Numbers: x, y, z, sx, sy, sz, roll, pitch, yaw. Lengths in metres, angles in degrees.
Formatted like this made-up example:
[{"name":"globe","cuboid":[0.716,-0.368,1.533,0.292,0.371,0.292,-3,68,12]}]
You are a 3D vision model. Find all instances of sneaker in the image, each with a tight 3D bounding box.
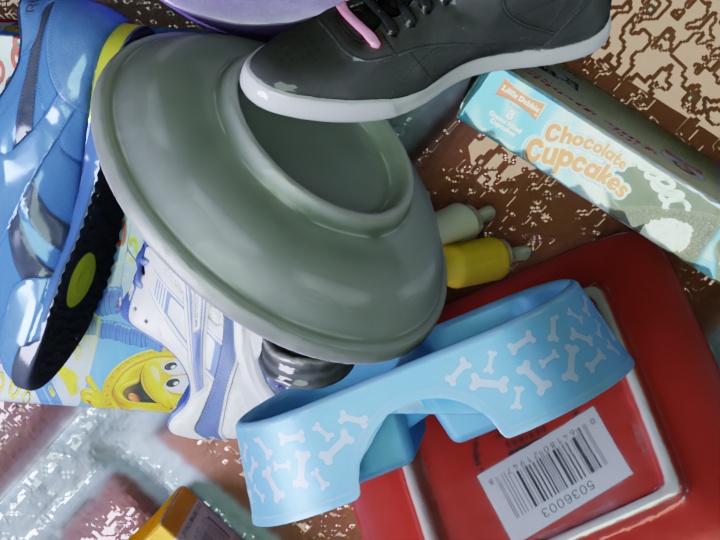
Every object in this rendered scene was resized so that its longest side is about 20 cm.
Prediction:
[{"name":"sneaker","cuboid":[-0.163,-0.041,1.234,0.078,0.066,0.201,17,103,14]},{"name":"sneaker","cuboid":[-0.087,-0.006,1.224,0.088,0.075,0.201,-15,100,9]},{"name":"sneaker","cuboid":[0.035,-0.135,1.125,0.199,0.071,0.100,-17,138,-24]}]

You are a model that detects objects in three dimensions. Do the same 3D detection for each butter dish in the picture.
[{"name":"butter dish","cuboid":[0.106,0.114,1.261,0.199,0.148,0.200,-24,55,8]}]

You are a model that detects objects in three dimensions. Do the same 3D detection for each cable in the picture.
[{"name":"cable","cuboid":[0.000,0.000,1.218,0.097,0.200,0.051,27,116,24]}]

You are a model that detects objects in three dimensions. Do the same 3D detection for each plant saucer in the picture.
[{"name":"plant saucer","cuboid":[-0.031,-0.049,1.144,0.200,0.200,0.050,39,123,-4]}]

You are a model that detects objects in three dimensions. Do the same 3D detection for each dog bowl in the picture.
[{"name":"dog bowl","cuboid":[0.030,0.060,1.162,0.199,0.111,0.050,-22,95,10]}]

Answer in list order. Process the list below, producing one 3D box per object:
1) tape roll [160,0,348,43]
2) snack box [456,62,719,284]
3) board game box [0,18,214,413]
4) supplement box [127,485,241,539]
[{"name":"tape roll","cuboid":[-0.044,-0.216,1.205,0.198,0.085,0.202,0,88,5]},{"name":"snack box","cuboid":[0.143,-0.048,1.227,0.199,0.116,0.037,32,104,-1]},{"name":"board game box","cuboid":[-0.117,-0.027,1.290,0.194,0.056,0.202,3,103,5]},{"name":"supplement box","cuboid":[-0.073,0.235,1.334,0.200,0.074,0.126,45,103,-5]}]
